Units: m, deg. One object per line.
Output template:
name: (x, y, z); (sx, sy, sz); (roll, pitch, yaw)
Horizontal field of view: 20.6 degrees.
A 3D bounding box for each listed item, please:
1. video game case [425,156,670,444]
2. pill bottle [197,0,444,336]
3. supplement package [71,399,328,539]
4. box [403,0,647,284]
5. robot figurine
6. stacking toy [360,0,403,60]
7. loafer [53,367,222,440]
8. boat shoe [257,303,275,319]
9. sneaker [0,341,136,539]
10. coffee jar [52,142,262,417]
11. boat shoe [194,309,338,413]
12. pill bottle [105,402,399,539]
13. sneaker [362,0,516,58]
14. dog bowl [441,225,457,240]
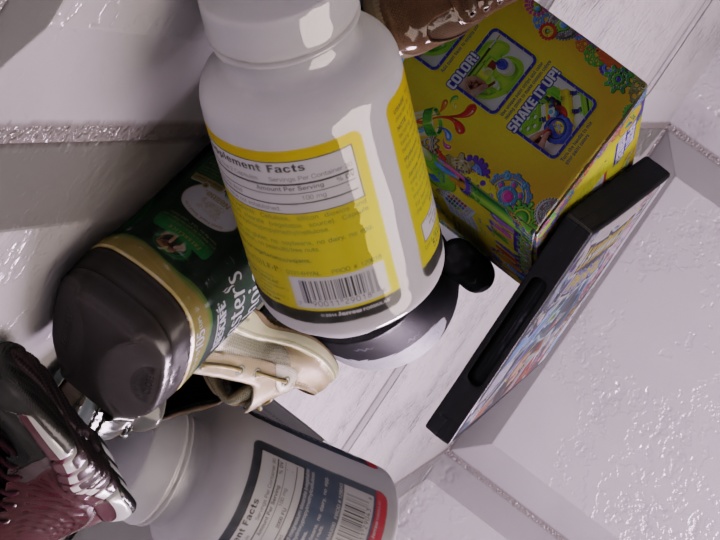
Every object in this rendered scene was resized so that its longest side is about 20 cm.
video game case: (0.132, 0.017, 1.358); (0.181, 0.025, 0.200); (-58, 169, 24)
pill bottle: (-0.024, -0.072, 1.061); (0.111, 0.111, 0.201); (-46, 139, -34)
supplement package: (-0.124, 0.185, 1.546); (0.201, 0.117, 0.117); (-53, 170, -6)
box: (0.077, -0.105, 1.327); (0.122, 0.192, 0.200); (-52, 170, -6)
robot figurine: (0.001, -0.002, 1.392); (0.150, 0.125, 0.200); (-37, 160, 3)
stacking toy: (0.015, -0.176, 1.184); (0.201, 0.085, 0.086); (-56, 172, -33)
loafer: (-0.139, 0.073, 1.288); (0.072, 0.063, 0.200); (-57, 169, 16)
boat shoe: (-0.047, 0.050, 1.601); (0.075, 0.066, 0.199); (-56, 169, 15)
sneaker: (-0.208, 0.123, 1.140); (0.115, 0.076, 0.200); (-30, 150, -4)
coffee jar: (-0.096, -0.006, 1.172); (0.200, 0.085, 0.105); (-46, 166, -35)
boat shoe: (-0.079, 0.058, 1.314); (0.065, 0.072, 0.200); (-67, 153, -6)
pill bottle: (-0.083, 0.162, 1.408); (0.120, 0.199, 0.120); (-44, -149, 36)
sneaker: (0.076, -0.185, 1.144); (0.075, 0.071, 0.200); (-9, -158, 40)
dog bowl: (0.064, -0.079, 1.651); (0.201, 0.079, 0.200); (-52, 168, -15)
